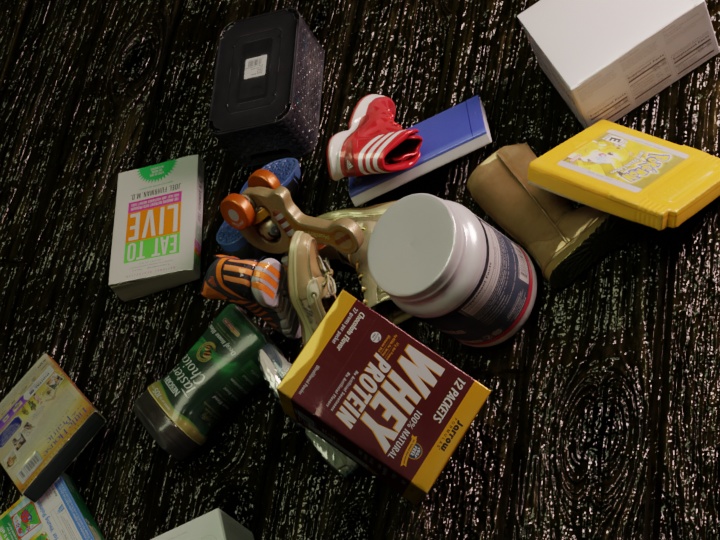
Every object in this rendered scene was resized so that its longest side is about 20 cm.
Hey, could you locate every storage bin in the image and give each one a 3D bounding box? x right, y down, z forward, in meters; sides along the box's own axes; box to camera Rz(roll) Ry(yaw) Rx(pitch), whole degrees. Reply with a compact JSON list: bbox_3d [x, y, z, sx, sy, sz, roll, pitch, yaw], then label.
[{"bbox_3d":[-0.135,-0.267,1.980,0.133,0.094,0.203,-9,60,22],"label":"storage bin"}]

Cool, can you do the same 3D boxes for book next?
[{"bbox_3d":[-0.292,-0.065,1.978,0.132,0.048,0.203,-13,56,15],"label":"book"}]

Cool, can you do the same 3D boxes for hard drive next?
[{"bbox_3d":[0.077,-0.162,1.819,0.198,0.026,0.132,-25,25,12],"label":"hard drive"}]

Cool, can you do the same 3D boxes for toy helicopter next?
[{"bbox_3d":[-0.079,-0.046,1.744,0.198,0.134,0.079,11,40,33],"label":"toy helicopter"}]

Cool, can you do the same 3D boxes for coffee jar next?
[{"bbox_3d":[-0.201,0.147,1.779,0.200,0.085,0.104,-46,53,-3],"label":"coffee jar"}]

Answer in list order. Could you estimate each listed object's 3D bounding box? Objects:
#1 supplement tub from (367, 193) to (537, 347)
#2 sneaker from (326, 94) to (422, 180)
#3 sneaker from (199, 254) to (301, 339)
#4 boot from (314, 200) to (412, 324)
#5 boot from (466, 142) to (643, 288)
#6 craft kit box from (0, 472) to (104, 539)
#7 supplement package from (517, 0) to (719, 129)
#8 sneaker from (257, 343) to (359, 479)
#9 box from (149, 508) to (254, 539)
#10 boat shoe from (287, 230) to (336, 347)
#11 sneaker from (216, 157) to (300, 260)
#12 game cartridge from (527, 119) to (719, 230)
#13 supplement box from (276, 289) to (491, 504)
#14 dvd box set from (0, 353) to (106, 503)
[{"bbox_3d":[0.111,0.001,1.623,0.139,0.199,0.143,-14,64,31],"label":"supplement tub"},{"bbox_3d":[0.039,-0.172,1.794,0.114,0.079,0.201,4,34,21],"label":"sneaker"},{"bbox_3d":[-0.136,0.024,1.740,0.110,0.200,0.079,12,70,22],"label":"sneaker"},{"bbox_3d":[0.000,0.000,1.775,0.197,0.073,0.158,-11,59,18],"label":"boot"},{"bbox_3d":[0.248,-0.098,1.709,0.174,0.066,0.201,-36,51,2],"label":"boot"},{"bbox_3d":[-0.424,0.396,1.776,0.197,0.049,0.200,-38,52,-1],"label":"craft kit box"},{"bbox_3d":[0.332,-0.306,1.757,0.199,0.111,0.157,-33,53,5],"label":"supplement package"},{"bbox_3d":[-0.051,0.162,1.700,0.086,0.078,0.200,-38,71,-9],"label":"sneaker"},{"bbox_3d":[-0.180,0.409,1.611,0.123,0.098,0.202,-25,54,11],"label":"box"},{"bbox_3d":[-0.046,0.042,1.712,0.062,0.203,0.074,-4,27,18],"label":"boat shoe"},{"bbox_3d":[-0.134,-0.072,1.889,0.069,0.079,0.201,4,43,31],"label":"sneaker"},{"bbox_3d":[0.330,-0.118,1.639,0.198,0.033,0.175,22,37,35],"label":"game cartridge"},{"bbox_3d":[0.024,0.151,1.553,0.199,0.197,0.134,34,78,7],"label":"supplement box"},{"bbox_3d":[-0.440,0.212,1.866,0.147,0.029,0.199,-50,38,-7],"label":"dvd box set"}]
